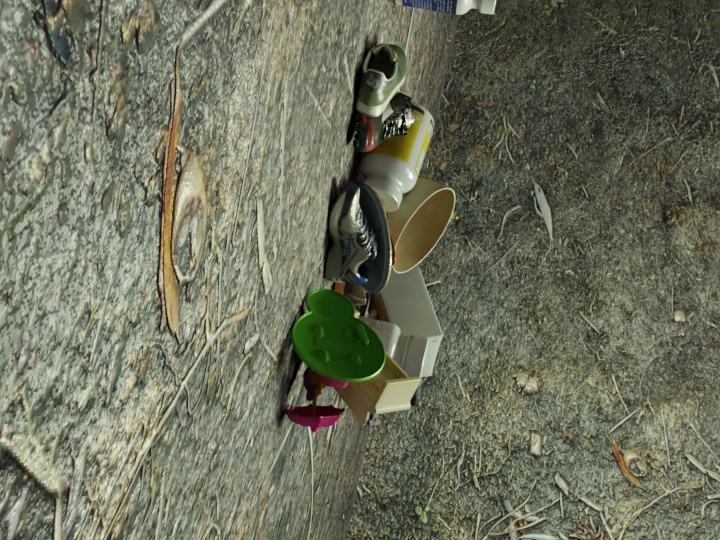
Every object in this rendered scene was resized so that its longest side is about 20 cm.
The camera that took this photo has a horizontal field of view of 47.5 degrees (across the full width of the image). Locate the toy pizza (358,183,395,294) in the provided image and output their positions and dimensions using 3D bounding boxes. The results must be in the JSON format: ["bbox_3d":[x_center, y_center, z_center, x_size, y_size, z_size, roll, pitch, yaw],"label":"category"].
[{"bbox_3d":[0.022,-0.058,1.482,0.200,0.032,0.201,172,-90,-70],"label":"toy pizza"}]

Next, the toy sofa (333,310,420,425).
[{"bbox_3d":[0.000,0.161,1.367,0.083,0.200,0.098,0,124,-42],"label":"toy sofa"}]

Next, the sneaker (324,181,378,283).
[{"bbox_3d":[-0.006,-0.061,1.401,0.077,0.085,0.201,-60,161,-48],"label":"sneaker"}]

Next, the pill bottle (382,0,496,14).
[{"bbox_3d":[0.140,-0.505,1.406,0.116,0.199,0.116,12,90,-83],"label":"pill bottle"}]

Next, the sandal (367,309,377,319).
[{"bbox_3d":[-0.024,0.157,1.749,0.079,0.059,0.207,103,12,-45],"label":"sandal"}]

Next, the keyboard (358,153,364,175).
[{"bbox_3d":[0.041,-0.232,1.662,0.200,0.011,0.057,-30,129,-63],"label":"keyboard"}]

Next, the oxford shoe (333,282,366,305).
[{"bbox_3d":[0.000,0.000,1.636,0.071,0.073,0.200,94,10,-46],"label":"oxford shoe"}]

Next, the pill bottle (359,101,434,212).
[{"bbox_3d":[0.063,-0.216,1.553,0.112,0.112,0.201,87,21,-65],"label":"pill bottle"}]

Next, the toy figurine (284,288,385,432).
[{"bbox_3d":[-0.066,0.161,1.301,0.200,0.150,0.184,-107,-148,-47],"label":"toy figurine"}]

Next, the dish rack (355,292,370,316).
[{"bbox_3d":[0.003,0.020,1.834,0.172,0.043,0.200,94,10,-53],"label":"dish rack"}]

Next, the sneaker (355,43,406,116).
[{"bbox_3d":[0.045,-0.356,1.416,0.090,0.067,0.201,102,7,-47],"label":"sneaker"}]

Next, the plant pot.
[{"bbox_3d":[0.080,-0.114,1.662,0.200,0.134,0.201,-41,153,-26],"label":"plant pot"}]

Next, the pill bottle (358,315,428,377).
[{"bbox_3d":[0.021,0.148,1.519,0.114,0.199,0.115,12,90,-83],"label":"pill bottle"}]

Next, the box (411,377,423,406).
[{"bbox_3d":[0.055,0.219,1.957,0.200,0.196,0.118,89,15,-61],"label":"box"}]

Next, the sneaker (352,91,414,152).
[{"bbox_3d":[0.044,-0.268,1.453,0.201,0.098,0.071,-68,170,-52],"label":"sneaker"}]

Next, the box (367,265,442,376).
[{"bbox_3d":[0.094,0.116,1.805,0.153,0.106,0.200,99,-19,-48],"label":"box"}]
